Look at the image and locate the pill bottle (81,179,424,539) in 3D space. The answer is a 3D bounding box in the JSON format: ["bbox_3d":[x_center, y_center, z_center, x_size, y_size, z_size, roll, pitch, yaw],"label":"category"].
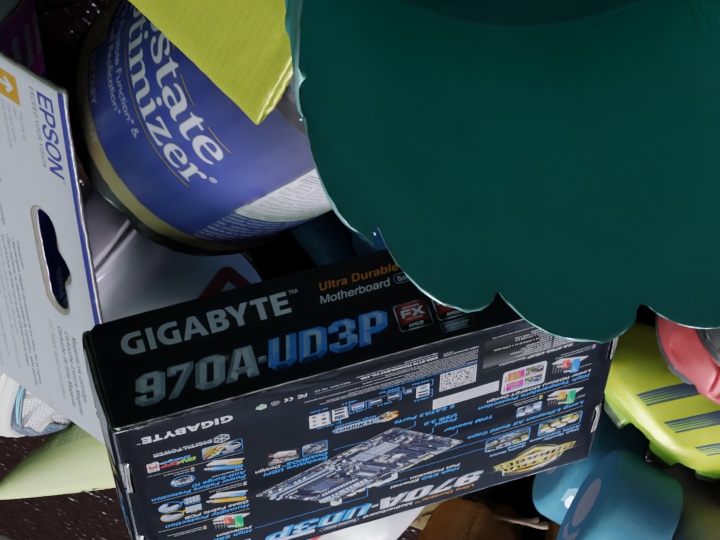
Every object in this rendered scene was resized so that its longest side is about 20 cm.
[{"bbox_3d":[-0.053,0.035,1.031,0.200,0.113,0.112,40,150,-9],"label":"pill bottle"}]

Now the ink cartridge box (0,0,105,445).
[{"bbox_3d":[-0.160,-0.046,0.926,0.199,0.043,0.197,30,143,29],"label":"ink cartridge box"}]

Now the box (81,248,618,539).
[{"bbox_3d":[-0.001,0.050,0.894,0.199,0.046,0.159,-15,154,-7],"label":"box"}]

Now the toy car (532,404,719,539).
[{"bbox_3d":[0.140,0.200,1.077,0.184,0.201,0.177,30,-172,-8],"label":"toy car"}]

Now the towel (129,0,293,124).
[{"bbox_3d":[-0.085,-0.141,0.732,0.200,0.018,0.086,44,137,9],"label":"towel"}]

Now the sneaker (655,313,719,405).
[{"bbox_3d":[0.221,0.039,0.914,0.199,0.071,0.098,24,153,-7],"label":"sneaker"}]

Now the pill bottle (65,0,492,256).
[{"bbox_3d":[-0.015,-0.081,0.806,0.111,0.112,0.200,31,151,-21],"label":"pill bottle"}]

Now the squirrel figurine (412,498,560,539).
[{"bbox_3d":[0.072,0.215,1.198,0.141,0.201,0.186,9,165,35],"label":"squirrel figurine"}]

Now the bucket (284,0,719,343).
[{"bbox_3d":[0.067,-0.100,0.606,0.205,0.135,0.208,-6,129,-8],"label":"bucket"}]

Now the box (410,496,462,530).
[{"bbox_3d":[-0.012,0.072,1.189,0.162,0.021,0.200,21,153,-1],"label":"box"}]

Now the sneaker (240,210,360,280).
[{"bbox_3d":[0.000,0.000,0.971,0.199,0.090,0.078,29,152,-19],"label":"sneaker"}]

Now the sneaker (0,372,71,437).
[{"bbox_3d":[-0.145,0.038,1.160,0.086,0.078,0.200,15,153,3],"label":"sneaker"}]

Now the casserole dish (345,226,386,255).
[{"bbox_3d":[0.082,-0.037,0.874,0.199,0.039,0.121,-15,145,39],"label":"casserole dish"}]

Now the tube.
[{"bbox_3d":[-0.139,0.096,1.254,0.058,0.052,0.200,12,164,-29],"label":"tube"}]

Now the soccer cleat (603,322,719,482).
[{"bbox_3d":[0.192,0.067,1.019,0.199,0.065,0.084,30,122,-11],"label":"soccer cleat"}]
